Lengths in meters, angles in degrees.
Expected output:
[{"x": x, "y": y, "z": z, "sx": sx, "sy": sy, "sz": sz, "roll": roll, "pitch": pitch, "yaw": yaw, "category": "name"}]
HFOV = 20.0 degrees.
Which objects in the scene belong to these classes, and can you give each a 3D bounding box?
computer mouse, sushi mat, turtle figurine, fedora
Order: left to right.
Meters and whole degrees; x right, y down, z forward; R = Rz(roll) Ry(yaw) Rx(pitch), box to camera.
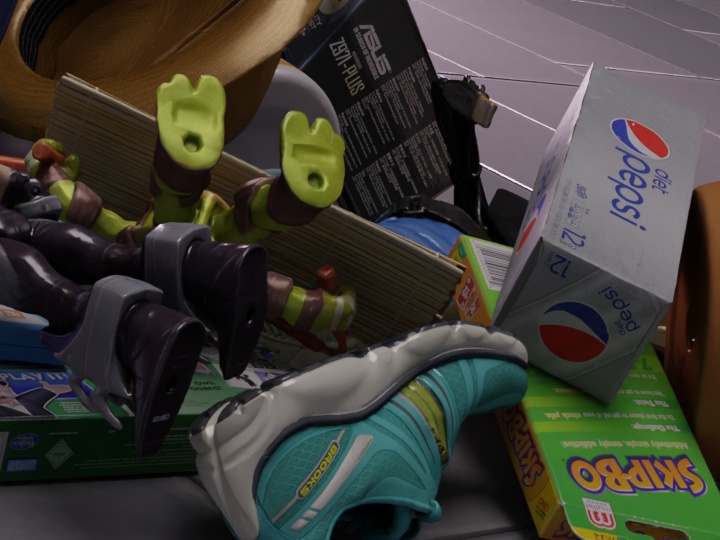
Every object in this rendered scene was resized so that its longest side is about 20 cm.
[{"x": -0.102, "y": -0.113, "z": 1.055, "sx": 0.199, "sy": 0.082, "sz": 0.201, "roll": -10, "pitch": 44, "yaw": 10, "category": "fedora"}, {"x": -0.080, "y": -0.020, "z": 0.867, "sx": 0.199, "sy": 0.161, "sz": 0.065, "roll": 29, "pitch": 58, "yaw": -7, "category": "turtle figurine"}, {"x": -0.053, "y": -0.020, "z": 0.924, "sx": 0.199, "sy": 0.096, "sz": 0.012, "roll": 26, "pitch": 57, "yaw": -1, "category": "sushi mat"}, {"x": 0.094, "y": -0.028, "z": 1.100, "sx": 0.046, "sy": 0.141, "sz": 0.200, "roll": -19, "pitch": 33, "yaw": -9, "category": "computer mouse"}]

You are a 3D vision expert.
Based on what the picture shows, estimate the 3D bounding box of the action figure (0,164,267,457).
[{"x": -0.138, "y": -0.006, "z": 0.795, "sx": 0.199, "sy": 0.070, "sz": 0.130, "roll": 25, "pitch": 28, "yaw": 24, "category": "action figure"}]

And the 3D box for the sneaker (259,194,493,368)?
[{"x": 0.000, "y": 0.001, "z": 1.036, "sx": 0.199, "sy": 0.077, "sz": 0.111, "roll": 17, "pitch": 21, "yaw": -16, "category": "sneaker"}]

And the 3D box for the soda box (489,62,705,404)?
[{"x": 0.117, "y": -0.023, "z": 0.983, "sx": 0.068, "sy": 0.064, "sz": 0.200, "roll": 26, "pitch": 31, "yaw": -2, "category": "soda box"}]

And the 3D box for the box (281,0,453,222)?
[{"x": -0.034, "y": -0.143, "z": 1.262, "sx": 0.086, "sy": 0.201, "sz": 0.164, "roll": -34, "pitch": 35, "yaw": -13, "category": "box"}]

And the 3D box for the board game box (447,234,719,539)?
[{"x": 0.105, "y": 0.063, "z": 0.935, "sx": 0.095, "sy": 0.030, "sz": 0.200, "roll": 14, "pitch": 32, "yaw": -25, "category": "board game box"}]

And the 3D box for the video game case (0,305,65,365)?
[{"x": -0.231, "y": -0.005, "z": 0.839, "sx": 0.199, "sy": 0.018, "sz": 0.143, "roll": 8, "pitch": 18, "yaw": -29, "category": "video game case"}]

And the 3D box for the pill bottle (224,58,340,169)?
[{"x": -0.105, "y": -0.095, "z": 1.197, "sx": 0.112, "sy": 0.113, "sz": 0.200, "roll": 5, "pitch": 19, "yaw": -35, "category": "pill bottle"}]

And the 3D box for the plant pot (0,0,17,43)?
[{"x": -0.289, "y": -0.117, "z": 0.964, "sx": 0.199, "sy": 0.181, "sz": 0.200, "roll": 8, "pitch": 18, "yaw": -29, "category": "plant pot"}]

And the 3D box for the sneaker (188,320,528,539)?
[{"x": 0.005, "y": 0.072, "z": 0.830, "sx": 0.077, "sy": 0.080, "sz": 0.200, "roll": -24, "pitch": -4, "yaw": 37, "category": "sneaker"}]

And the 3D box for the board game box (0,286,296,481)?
[{"x": -0.120, "y": 0.044, "z": 0.869, "sx": 0.199, "sy": 0.029, "sz": 0.134, "roll": 2, "pitch": 21, "yaw": -41, "category": "board game box"}]

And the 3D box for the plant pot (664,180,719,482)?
[{"x": 0.225, "y": 0.032, "z": 0.985, "sx": 0.139, "sy": 0.201, "sz": 0.200, "roll": 3, "pitch": 16, "yaw": 0, "category": "plant pot"}]

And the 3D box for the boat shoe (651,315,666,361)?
[{"x": 0.170, "y": 0.008, "z": 1.189, "sx": 0.199, "sy": 0.077, "sz": 0.072, "roll": 19, "pitch": 18, "yaw": 14, "category": "boat shoe"}]

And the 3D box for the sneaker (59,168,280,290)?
[{"x": -0.105, "y": -0.024, "z": 1.014, "sx": 0.074, "sy": 0.082, "sz": 0.200, "roll": 25, "pitch": 18, "yaw": 31, "category": "sneaker"}]
